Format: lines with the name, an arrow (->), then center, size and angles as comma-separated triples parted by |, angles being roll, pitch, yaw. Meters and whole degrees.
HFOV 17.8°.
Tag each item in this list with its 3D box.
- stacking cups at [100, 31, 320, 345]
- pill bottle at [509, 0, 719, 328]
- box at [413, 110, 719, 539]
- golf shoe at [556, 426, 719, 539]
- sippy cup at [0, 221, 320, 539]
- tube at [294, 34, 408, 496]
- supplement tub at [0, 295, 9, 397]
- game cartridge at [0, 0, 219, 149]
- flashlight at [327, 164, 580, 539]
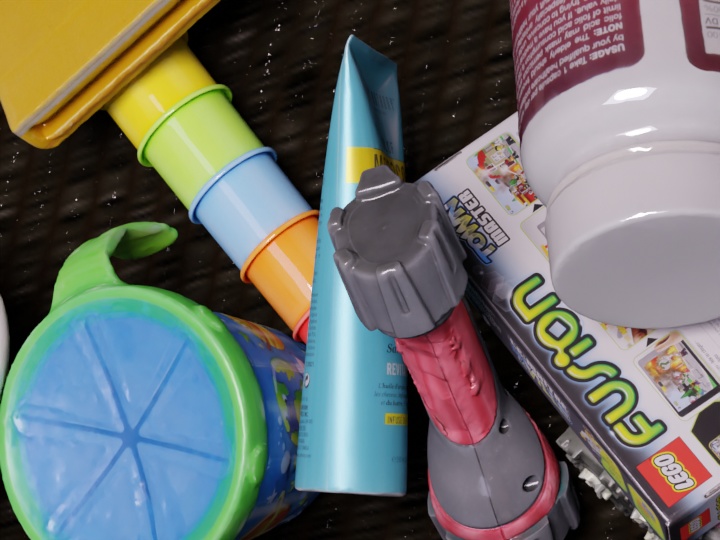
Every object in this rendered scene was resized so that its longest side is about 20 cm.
stacking cups -> -0.052, -0.024, 1.109 | 0.060, 0.060, 0.200 | -41, 76, 18
pill bottle -> 0.120, -0.086, 0.961 | 0.113, 0.114, 0.201 | -16, 58, 23
box -> 0.117, 0.011, 0.996 | 0.110, 0.035, 0.200 | -34, 62, -7
golf shoe -> 0.184, 0.100, 0.997 | 0.199, 0.077, 0.089 | 25, 81, 19
sippy cup -> -0.077, 0.075, 1.072 | 0.139, 0.130, 0.179 | 15, 96, 27
tube -> 0.000, 0.000, 1.038 | 0.050, 0.077, 0.202 | 2, 85, 11
supplement tub -> -0.256, 0.070, 1.107 | 0.146, 0.145, 0.200 | 58, 149, 15
game cartridge -> -0.127, -0.185, 1.125 | 0.176, 0.032, 0.201 | -39, 51, 19
flashlight -> 0.040, 0.051, 0.988 | 0.067, 0.201, 0.068 | 20, 59, 36
